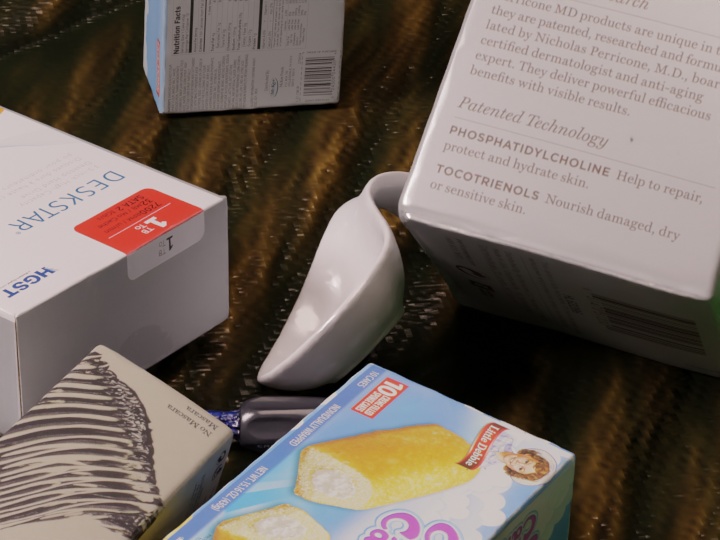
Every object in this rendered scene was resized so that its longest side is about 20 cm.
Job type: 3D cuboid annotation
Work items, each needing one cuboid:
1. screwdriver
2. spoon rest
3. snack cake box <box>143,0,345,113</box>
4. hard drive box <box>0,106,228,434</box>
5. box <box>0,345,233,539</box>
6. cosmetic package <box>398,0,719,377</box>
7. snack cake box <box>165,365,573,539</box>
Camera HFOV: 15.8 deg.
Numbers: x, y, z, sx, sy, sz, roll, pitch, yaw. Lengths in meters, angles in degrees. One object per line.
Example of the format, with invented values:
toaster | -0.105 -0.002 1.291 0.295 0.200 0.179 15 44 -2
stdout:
screwdriver | -0.099 0.078 1.278 0.198 0.028 0.029 -2 4 -7
spoon rest | 0.000 0.000 1.362 0.061 0.099 0.200 46 32 -2
snack cake box | -0.068 -0.198 1.548 0.114 0.201 0.067 -4 32 -14
hard drive box | -0.191 -0.007 1.339 0.199 0.077 0.156 22 36 31
box | -0.142 0.123 1.123 0.082 0.069 0.200 31 41 10
cosmetic package | 0.140 -0.075 1.338 0.165 0.167 0.201 15 77 17
snack cake box | -0.003 0.133 1.150 0.114 0.068 0.200 21 36 25
